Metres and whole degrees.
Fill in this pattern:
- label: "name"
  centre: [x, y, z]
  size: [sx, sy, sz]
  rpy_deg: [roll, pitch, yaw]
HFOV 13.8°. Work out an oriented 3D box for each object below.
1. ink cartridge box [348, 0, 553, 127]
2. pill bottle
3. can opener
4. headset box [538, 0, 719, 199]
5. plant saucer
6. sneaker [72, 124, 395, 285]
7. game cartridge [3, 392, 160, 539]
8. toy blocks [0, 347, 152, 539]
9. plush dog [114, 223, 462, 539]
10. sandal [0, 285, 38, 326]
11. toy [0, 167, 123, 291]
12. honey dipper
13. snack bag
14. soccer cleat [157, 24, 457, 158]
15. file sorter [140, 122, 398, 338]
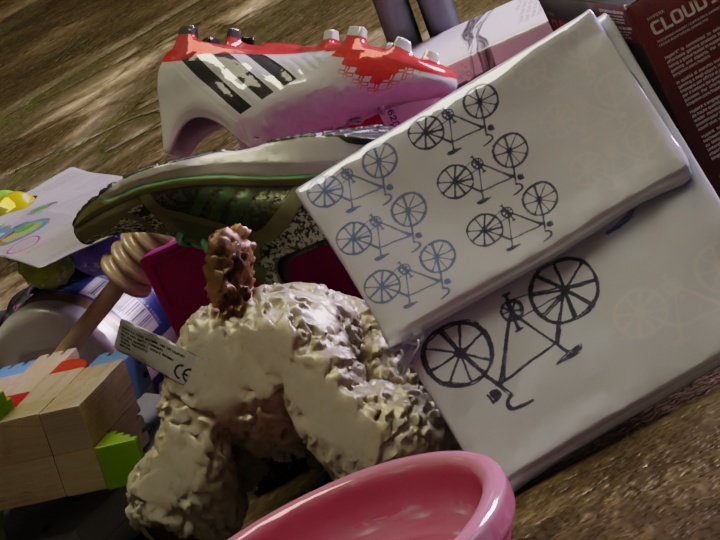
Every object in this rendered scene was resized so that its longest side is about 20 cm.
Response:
- label: "ink cartridge box"
  centre: [0.089, -0.077, 1.822]
  size: [0.199, 0.147, 0.083]
  rpy_deg: [-24, 15, 16]
- label: "pill bottle"
  centre: [-0.149, 0.031, 1.951]
  size: [0.111, 0.111, 0.200]
  rpy_deg: [-18, 17, 34]
- label: "can opener"
  centre: [0.041, -0.148, 1.886]
  size: [0.052, 0.200, 0.067]
  rpy_deg: [-17, 56, 5]
- label: "headset box"
  centre: [0.179, -0.094, 1.606]
  size: [0.075, 0.201, 0.149]
  rpy_deg: [-29, 15, -10]
- label: "plant saucer"
  centre: [-0.013, 0.156, 1.380]
  size: [0.200, 0.051, 0.201]
  rpy_deg: [-26, 14, 7]
- label: "sneaker"
  centre: [-0.067, -0.023, 1.641]
  size: [0.199, 0.089, 0.077]
  rpy_deg: [-10, 0, 21]
- label: "game cartridge"
  centre: [-0.164, 0.127, 1.753]
  size: [0.133, 0.041, 0.200]
  rpy_deg: [-40, 17, -21]
- label: "toy blocks"
  centre: [-0.196, 0.091, 1.698]
  size: [0.199, 0.100, 0.137]
  rpy_deg: [-13, 14, 20]
- label: "plush dog"
  centre: [-0.025, 0.059, 1.608]
  size: [0.199, 0.161, 0.172]
  rpy_deg: [-19, -10, 24]
- label: "sandal"
  centre: [-0.195, 0.026, 2.047]
  size: [0.200, 0.048, 0.075]
  rpy_deg: [-16, 33, -32]
- label: "toy"
  centre: [-0.186, -0.020, 1.885]
  size: [0.115, 0.047, 0.200]
  rpy_deg: [-29, 21, -23]
- label: "honey dipper"
  centre: [-0.177, 0.044, 1.813]
  size: [0.200, 0.038, 0.038]
  rpy_deg: [-50, 7, 19]
- label: "snack bag"
  centre: [0.093, -0.007, 1.502]
  size: [0.188, 0.201, 0.021]
  rpy_deg: [-30, -16, -1]
- label: "soccer cleat"
  centre: [-0.034, -0.099, 1.766]
  size: [0.199, 0.086, 0.069]
  rpy_deg: [4, -6, 27]
- label: "file sorter"
  centre: [0.000, 0.000, 1.738]
  size: [0.199, 0.140, 0.125]
  rpy_deg: [-24, 11, 14]
